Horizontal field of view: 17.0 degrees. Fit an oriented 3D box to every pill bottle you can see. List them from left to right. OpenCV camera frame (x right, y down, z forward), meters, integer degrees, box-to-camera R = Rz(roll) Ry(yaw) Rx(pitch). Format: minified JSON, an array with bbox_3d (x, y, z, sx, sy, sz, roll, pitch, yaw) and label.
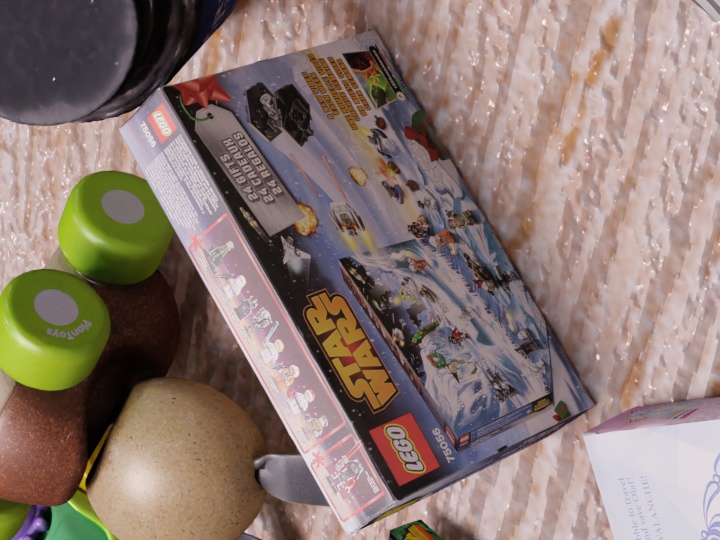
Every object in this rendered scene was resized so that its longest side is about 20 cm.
[{"bbox_3d":[-0.116,-0.128,1.045,0.112,0.200,0.112,2,108,7],"label":"pill bottle"}]

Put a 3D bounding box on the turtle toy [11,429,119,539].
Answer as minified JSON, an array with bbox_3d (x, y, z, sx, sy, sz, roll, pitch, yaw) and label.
[{"bbox_3d":[-0.190,0.144,1.312,0.146,0.101,0.200,-30,84,47],"label":"turtle toy"}]

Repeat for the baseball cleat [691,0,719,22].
[{"bbox_3d":[0.114,-0.127,0.895,0.200,0.106,0.070,35,123,29],"label":"baseball cleat"}]

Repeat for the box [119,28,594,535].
[{"bbox_3d":[0.000,0.000,1.037,0.040,0.137,0.200,-39,77,43],"label":"box"}]

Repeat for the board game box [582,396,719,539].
[{"bbox_3d":[0.199,0.144,0.960,0.199,0.043,0.201,-12,97,47],"label":"board game box"}]

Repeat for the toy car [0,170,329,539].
[{"bbox_3d":[-0.092,0.081,1.198,0.200,0.158,0.164,29,134,-1],"label":"toy car"}]

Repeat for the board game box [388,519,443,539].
[{"bbox_3d":[0.075,0.210,1.096,0.200,0.023,0.105,40,136,41],"label":"board game box"}]
